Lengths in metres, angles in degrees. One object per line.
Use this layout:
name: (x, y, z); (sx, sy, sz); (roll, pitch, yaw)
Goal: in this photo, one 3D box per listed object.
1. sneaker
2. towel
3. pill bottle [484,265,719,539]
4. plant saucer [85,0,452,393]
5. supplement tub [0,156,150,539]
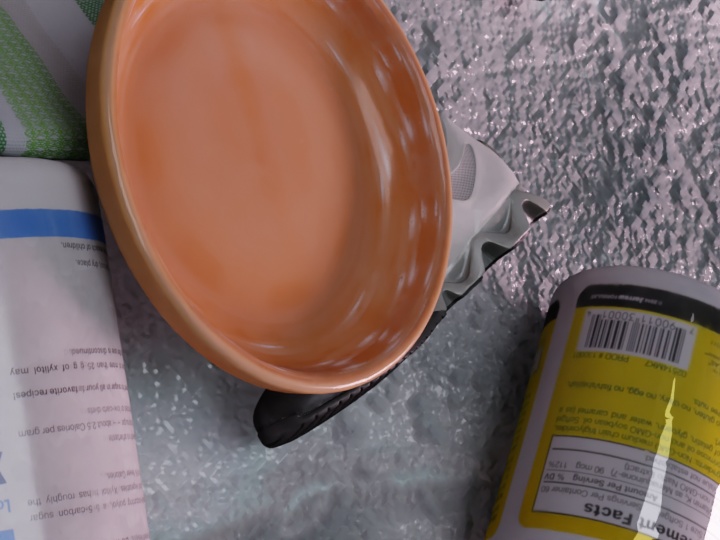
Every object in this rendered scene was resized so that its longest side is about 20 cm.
sneaker: (0.000, 0.000, 0.818); (0.089, 0.074, 0.200); (48, 53, -5)
towel: (-0.167, -0.100, 0.676); (0.200, 0.031, 0.149); (-3, 46, -52)
pill bottle: (0.124, 0.109, 0.842); (0.114, 0.114, 0.200); (29, 66, -25)
plant saucer: (-0.038, -0.047, 0.716); (0.200, 0.037, 0.200); (18, 65, -45)
supplement tub: (-0.151, 0.066, 0.664); (0.132, 0.132, 0.200); (-6, 82, -33)
